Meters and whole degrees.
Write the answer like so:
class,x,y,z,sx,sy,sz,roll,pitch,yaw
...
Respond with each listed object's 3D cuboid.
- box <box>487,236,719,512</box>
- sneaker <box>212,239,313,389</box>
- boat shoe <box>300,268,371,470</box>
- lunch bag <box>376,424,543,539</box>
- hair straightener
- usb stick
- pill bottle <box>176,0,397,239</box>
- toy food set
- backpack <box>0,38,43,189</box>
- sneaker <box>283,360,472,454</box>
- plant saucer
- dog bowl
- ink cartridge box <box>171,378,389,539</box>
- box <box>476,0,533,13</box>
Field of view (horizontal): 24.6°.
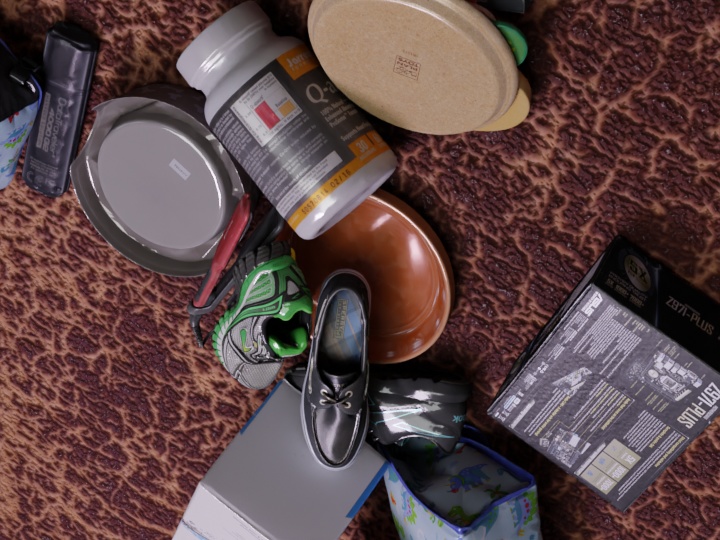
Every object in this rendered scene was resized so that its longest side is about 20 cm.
class,x,y,z,sx,sy,sz,roll,pitch,yaw
box,0.239,0.097,1.513,0.163,0.086,0.200,35,131,2
sneaker,-0.092,0.062,1.599,0.086,0.077,0.201,62,157,27
boat shoe,-0.023,0.100,1.584,0.068,0.057,0.202,3,102,1
lunch bag,0.095,0.257,1.675,0.199,0.127,0.171,26,137,49
hair straightener,-0.113,0.009,1.607,0.076,0.041,0.201,14,130,-19
usb stick,-0.304,-0.159,1.658,0.055,0.033,0.201,23,129,3
pill bottle,-0.068,-0.137,1.488,0.200,0.116,0.116,51,130,2
toy food set,0.049,-0.190,1.404,0.198,0.049,0.199,14,149,20
backpack,-0.431,-0.155,1.647,0.183,0.147,0.200,43,139,12
sneaker,0.013,0.134,1.651,0.198,0.075,0.080,7,100,23
plant saucer,0.000,0.000,1.608,0.199,0.032,0.202,14,127,19
dog bowl,-0.188,-0.093,1.625,0.198,0.059,0.201,13,127,18
ink cartridge box,-0.086,0.241,1.703,0.144,0.148,0.200,36,152,3
box,0.049,-0.306,1.368,0.198,0.044,0.161,10,125,22
